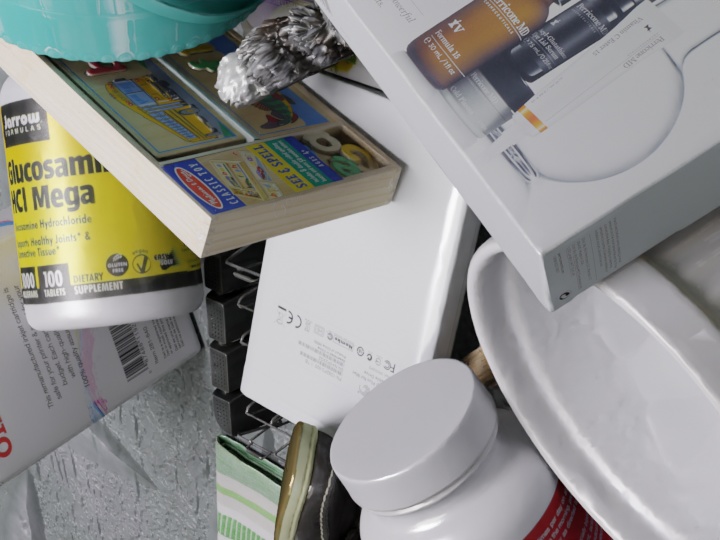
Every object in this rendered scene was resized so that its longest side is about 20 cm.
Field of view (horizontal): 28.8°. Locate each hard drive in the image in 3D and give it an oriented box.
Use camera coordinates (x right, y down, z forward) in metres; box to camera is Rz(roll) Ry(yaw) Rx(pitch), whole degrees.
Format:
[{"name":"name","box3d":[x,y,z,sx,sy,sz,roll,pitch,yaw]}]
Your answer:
[{"name":"hard drive","box3d":[0.000,0.000,0.780,0.132,0.026,0.201,25,112,35]}]

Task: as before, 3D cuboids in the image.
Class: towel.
[{"name":"towel","box3d":[-0.055,0.235,1.057,0.152,0.023,0.201,27,131,29]}]

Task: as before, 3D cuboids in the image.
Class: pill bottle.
[{"name":"pill bottle","box3d":[0.071,0.146,0.729,0.112,0.112,0.200,-8,126,45]},{"name":"pill bottle","box3d":[-0.164,-0.068,0.876,0.112,0.112,0.201,-5,93,44]}]

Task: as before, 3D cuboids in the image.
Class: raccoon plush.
[{"name":"raccoon plush","box3d":[-0.011,-0.175,0.667,0.199,0.097,0.134,-24,96,12]}]

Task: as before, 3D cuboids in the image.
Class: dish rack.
[{"name":"dish rack","box3d":[-0.021,0.067,0.881,0.200,0.054,0.154,22,126,37]}]

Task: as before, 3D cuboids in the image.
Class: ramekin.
[{"name":"ramekin","box3d":[0.148,0.041,0.602,0.200,0.105,0.200,48,162,21]}]

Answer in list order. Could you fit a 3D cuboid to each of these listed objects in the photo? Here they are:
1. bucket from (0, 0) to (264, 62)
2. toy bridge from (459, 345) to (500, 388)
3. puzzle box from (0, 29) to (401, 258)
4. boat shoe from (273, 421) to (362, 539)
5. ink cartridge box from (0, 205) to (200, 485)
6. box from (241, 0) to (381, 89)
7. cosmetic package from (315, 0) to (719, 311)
[{"name":"bucket","box3d":[-0.128,-0.212,0.716,0.207,0.207,0.135,32,143,24]},{"name":"toy bridge","box3d":[0.095,0.051,0.770,0.200,0.067,0.027,-39,57,49]},{"name":"puzzle box","box3d":[-0.091,-0.087,0.738,0.200,0.133,0.025,41,130,28]},{"name":"boat shoe","box3d":[-0.013,0.148,0.813,0.066,0.072,0.201,10,148,4]},{"name":"ink cartridge box","box3d":[-0.222,0.035,0.952,0.084,0.200,0.145,0,115,42]},{"name":"box","box3d":[0.022,-0.120,0.751,0.200,0.041,0.039,22,130,30]},{"name":"cosmetic package","box3d":[0.080,-0.105,0.547,0.200,0.150,0.052,55,174,29]}]
